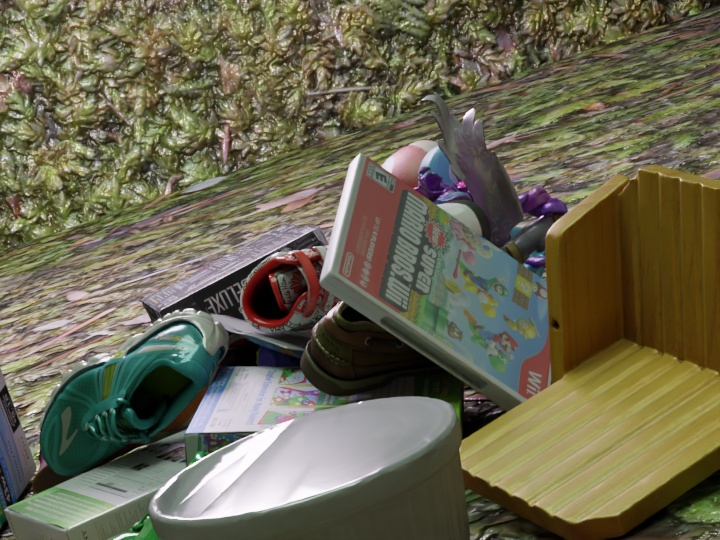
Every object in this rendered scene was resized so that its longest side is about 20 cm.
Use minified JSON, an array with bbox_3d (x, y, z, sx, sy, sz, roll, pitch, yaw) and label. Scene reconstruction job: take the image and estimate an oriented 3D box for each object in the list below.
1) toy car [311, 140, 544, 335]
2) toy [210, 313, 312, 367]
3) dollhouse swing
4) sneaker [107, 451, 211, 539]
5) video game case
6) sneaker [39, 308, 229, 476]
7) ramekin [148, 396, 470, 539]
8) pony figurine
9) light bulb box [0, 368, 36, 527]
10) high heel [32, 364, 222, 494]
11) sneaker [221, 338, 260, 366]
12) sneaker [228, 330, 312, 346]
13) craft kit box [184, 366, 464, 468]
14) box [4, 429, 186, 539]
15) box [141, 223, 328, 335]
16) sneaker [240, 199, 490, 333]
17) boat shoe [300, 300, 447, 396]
[{"bbox_3d":[0.032,0.000,1.908,0.199,0.178,0.184,-34,4,-17],"label":"toy car"},{"bbox_3d":[-0.045,0.076,1.753,0.115,0.048,0.199,16,5,37],"label":"toy"},{"bbox_3d":[0.160,0.047,1.342,0.175,0.183,0.200,-14,19,-28],"label":"dollhouse swing"},{"bbox_3d":[-0.114,0.168,1.435,0.199,0.084,0.074,-20,11,-11],"label":"sneaker"},{"bbox_3d":[0.064,0.013,1.572,0.017,0.199,0.144,-43,21,36],"label":"video game case"},{"bbox_3d":[-0.187,0.104,1.671,0.200,0.077,0.080,-38,23,28],"label":"sneaker"},{"bbox_3d":[-0.024,0.157,1.310,0.201,0.095,0.202,-16,11,3],"label":"ramekin"},{"bbox_3d":[0.089,-0.036,1.771,0.199,0.194,0.167,-35,19,3],"label":"pony figurine"},{"bbox_3d":[-0.376,0.125,1.777,0.124,0.200,0.200,-18,11,5],"label":"light bulb box"},{"bbox_3d":[-0.192,0.121,1.795,0.200,0.067,0.096,-40,13,17],"label":"high heel"},{"bbox_3d":[-0.134,0.106,1.837,0.199,0.071,0.098,-16,8,-2],"label":"sneaker"},{"bbox_3d":[-0.112,0.063,2.011,0.199,0.077,0.111,-26,21,-9],"label":"sneaker"},{"bbox_3d":[-0.021,0.111,1.573,0.196,0.049,0.200,-4,11,5],"label":"craft kit box"},{"bbox_3d":[-0.162,0.170,1.652,0.199,0.037,0.144,-21,11,-26],"label":"box"},{"bbox_3d":[-0.109,0.015,1.879,0.157,0.050,0.200,-28,7,-9],"label":"box"},{"bbox_3d":[0.000,0.001,1.673,0.200,0.068,0.108,-22,-8,28],"label":"sneaker"},{"bbox_3d":[0.044,0.036,1.598,0.199,0.072,0.068,-24,-33,-45],"label":"boat shoe"}]
